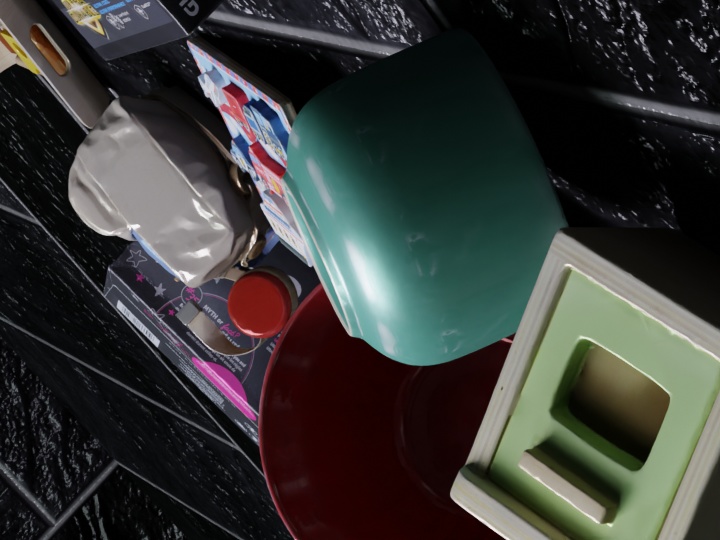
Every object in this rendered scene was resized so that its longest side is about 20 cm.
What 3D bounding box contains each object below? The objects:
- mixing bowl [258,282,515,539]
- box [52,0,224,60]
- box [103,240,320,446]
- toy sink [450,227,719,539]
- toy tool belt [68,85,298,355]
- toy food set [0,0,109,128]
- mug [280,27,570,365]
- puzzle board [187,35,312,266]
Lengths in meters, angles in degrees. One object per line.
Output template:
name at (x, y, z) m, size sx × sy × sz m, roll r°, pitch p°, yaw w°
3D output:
mixing bowl at (0.055, 0.084, 1.375) m, size 0.200 × 0.201 × 0.108 m, roll 39°, pitch -170°, yaw 17°
box at (-0.184, -0.223, 1.533) m, size 0.199 × 0.050 × 0.200 m, roll 47°, pitch 166°, yaw -15°
box at (-0.086, 0.038, 1.891) m, size 0.200 × 0.115 × 0.132 m, roll 45°, pitch 168°, yaw 1°
toy sink at (0.133, 0.096, 1.196) m, size 0.130 × 0.201 × 0.112 m, roll 35°, pitch -157°, yaw 36°
toy tool belt at (-0.106, -0.040, 1.764) m, size 0.200 × 0.125 × 0.123 m, roll 45°, pitch -162°, yaw 6°
toy food set at (-0.287, -0.182, 1.926) m, size 0.200 × 0.060 × 0.144 m, roll 26°, pitch 158°, yaw 53°
mug at (0.029, -0.026, 1.258) m, size 0.185 × 0.114 × 0.153 m, roll 83°, pitch 162°, yaw -73°
puzzle board at (-0.051, -0.060, 1.554) m, size 0.151 × 0.017 × 0.200 m, roll 66°, pitch 169°, yaw -23°
